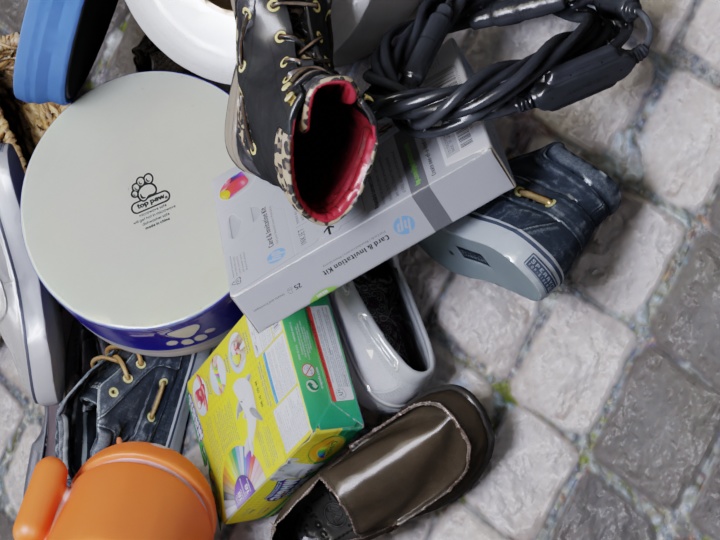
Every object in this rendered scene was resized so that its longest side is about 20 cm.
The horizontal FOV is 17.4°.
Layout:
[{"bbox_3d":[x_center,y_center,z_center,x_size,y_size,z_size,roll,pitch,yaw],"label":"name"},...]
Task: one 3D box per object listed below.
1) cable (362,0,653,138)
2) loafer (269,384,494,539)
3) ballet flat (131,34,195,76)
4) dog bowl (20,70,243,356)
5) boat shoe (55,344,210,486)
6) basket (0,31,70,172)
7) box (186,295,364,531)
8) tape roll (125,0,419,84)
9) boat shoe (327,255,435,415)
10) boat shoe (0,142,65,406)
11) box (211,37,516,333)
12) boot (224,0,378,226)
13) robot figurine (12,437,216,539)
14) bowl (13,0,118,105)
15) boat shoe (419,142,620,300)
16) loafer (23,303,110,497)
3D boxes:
[{"bbox_3d":[0.082,-0.148,1.553,0.163,0.199,0.051,46,155,51],"label":"cable"},{"bbox_3d":[0.012,0.151,1.620,0.200,0.071,0.073,-42,81,33],"label":"loafer"},{"bbox_3d":[-0.165,-0.097,1.825,0.067,0.046,0.202,-6,69,43],"label":"ballet flat"},{"bbox_3d":[-0.147,-0.042,1.743,0.198,0.079,0.202,-3,75,11],"label":"dog bowl"},{"bbox_3d":[-0.171,0.074,1.788,0.070,0.091,0.202,9,88,41],"label":"boat shoe"},{"bbox_3d":[-0.308,-0.078,1.875,0.149,0.142,0.201,-58,47,40],"label":"basket"},{"bbox_3d":[-0.068,0.102,1.689,0.200,0.048,0.118,-45,55,53],"label":"box"},{"bbox_3d":[-0.059,-0.236,1.667,0.201,0.139,0.204,3,100,17],"label":"tape roll"},{"bbox_3d":[0.000,0.000,1.657,0.069,0.072,0.201,-43,55,48],"label":"boat shoe"},{"bbox_3d":[-0.270,0.007,1.771,0.065,0.072,0.202,-12,103,4],"label":"boat shoe"},{"bbox_3d":[-0.002,-0.059,1.588,0.199,0.041,0.156,-29,32,9],"label":"box"},{"bbox_3d":[-0.037,-0.137,1.520,0.151,0.073,0.202,-132,47,-61],"label":"boot"},{"bbox_3d":[-0.168,0.199,1.678,0.143,0.200,0.117,3,121,9],"label":"robot figurine"},{"bbox_3d":[-0.201,-0.214,1.719,0.039,0.201,0.202,19,96,-1],"label":"bowl"},{"bbox_3d":[0.094,-0.045,1.597,0.091,0.071,0.200,-45,33,-12],"label":"boat shoe"},{"bbox_3d":[-0.214,0.106,1.846,0.063,0.072,0.202,12,96,21],"label":"loafer"}]
